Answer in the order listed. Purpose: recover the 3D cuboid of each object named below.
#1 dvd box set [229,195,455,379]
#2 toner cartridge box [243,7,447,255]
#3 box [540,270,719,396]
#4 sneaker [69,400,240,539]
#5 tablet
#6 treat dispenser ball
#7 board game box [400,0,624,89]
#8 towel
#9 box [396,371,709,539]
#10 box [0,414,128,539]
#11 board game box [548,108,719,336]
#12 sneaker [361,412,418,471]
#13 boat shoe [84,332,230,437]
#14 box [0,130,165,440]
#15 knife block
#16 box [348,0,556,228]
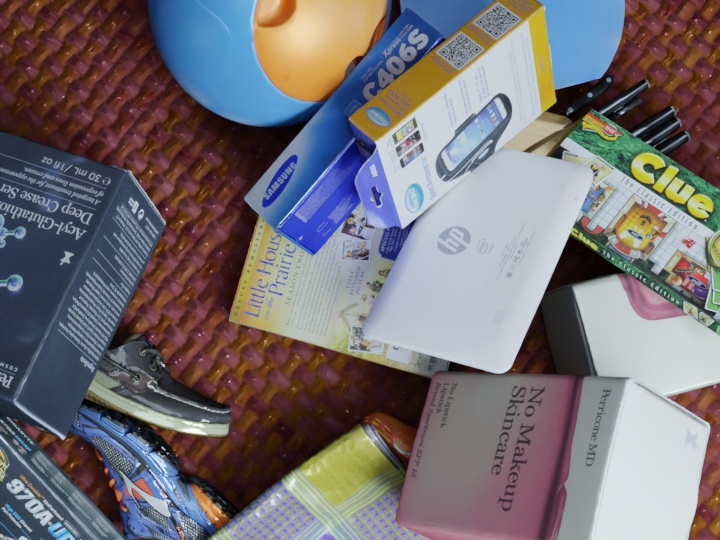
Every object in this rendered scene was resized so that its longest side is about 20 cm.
[{"bbox_3d":[0.000,0.000,1.114,0.198,0.029,0.148,14,84,15],"label":"dvd box set"},{"bbox_3d":[-0.001,-0.109,1.064,0.043,0.095,0.200,42,92,22],"label":"toner cartridge box"},{"bbox_3d":[0.270,0.046,1.123,0.198,0.128,0.110,-13,86,-7],"label":"box"},{"bbox_3d":[-0.181,0.185,1.096,0.200,0.075,0.079,43,86,0],"label":"sneaker"},{"bbox_3d":[0.094,-0.016,1.044,0.129,0.014,0.201,13,60,27],"label":"tablet"},{"bbox_3d":[-0.074,-0.219,1.071,0.198,0.201,0.204,0,86,-6],"label":"treat dispenser ball"},{"bbox_3d":[0.130,-0.227,1.145,0.198,0.039,0.160,-15,89,-7],"label":"board game box"},{"bbox_3d":[-0.033,0.227,1.091,0.199,0.023,0.144,-35,119,0],"label":"towel"},{"bbox_3d":[0.141,0.154,0.989,0.108,0.199,0.129,29,69,-36],"label":"box"},{"bbox_3d":[-0.285,0.240,1.075,0.159,0.046,0.200,-45,90,8],"label":"box"},{"bbox_3d":[0.239,-0.043,1.072,0.199,0.024,0.105,35,67,18],"label":"board game box"},{"bbox_3d":[0.088,0.171,1.134,0.199,0.073,0.078,30,68,-10],"label":"sneaker"},{"bbox_3d":[-0.197,0.083,1.101,0.198,0.073,0.065,21,89,-4],"label":"boat shoe"},{"bbox_3d":[-0.272,0.007,1.045,0.147,0.107,0.202,17,73,16],"label":"box"},{"bbox_3d":[0.191,-0.076,1.155,0.173,0.064,0.202,14,84,-3],"label":"knife block"},{"bbox_3d":[0.069,-0.122,1.044,0.199,0.119,0.041,-38,57,-11],"label":"box"}]
